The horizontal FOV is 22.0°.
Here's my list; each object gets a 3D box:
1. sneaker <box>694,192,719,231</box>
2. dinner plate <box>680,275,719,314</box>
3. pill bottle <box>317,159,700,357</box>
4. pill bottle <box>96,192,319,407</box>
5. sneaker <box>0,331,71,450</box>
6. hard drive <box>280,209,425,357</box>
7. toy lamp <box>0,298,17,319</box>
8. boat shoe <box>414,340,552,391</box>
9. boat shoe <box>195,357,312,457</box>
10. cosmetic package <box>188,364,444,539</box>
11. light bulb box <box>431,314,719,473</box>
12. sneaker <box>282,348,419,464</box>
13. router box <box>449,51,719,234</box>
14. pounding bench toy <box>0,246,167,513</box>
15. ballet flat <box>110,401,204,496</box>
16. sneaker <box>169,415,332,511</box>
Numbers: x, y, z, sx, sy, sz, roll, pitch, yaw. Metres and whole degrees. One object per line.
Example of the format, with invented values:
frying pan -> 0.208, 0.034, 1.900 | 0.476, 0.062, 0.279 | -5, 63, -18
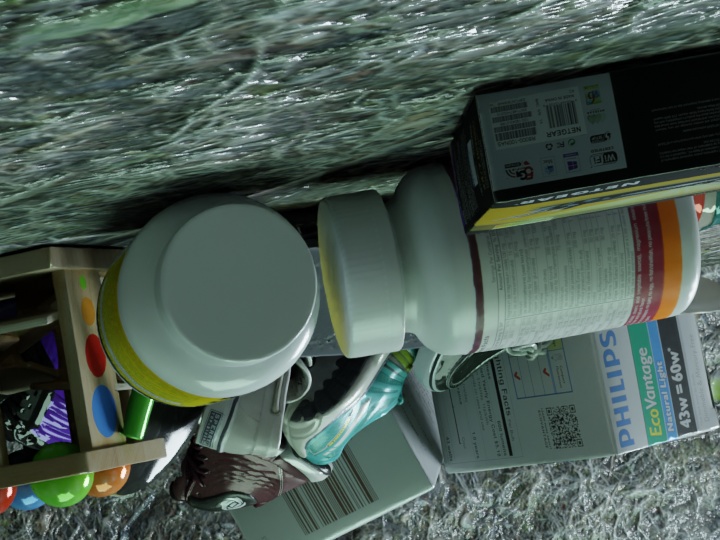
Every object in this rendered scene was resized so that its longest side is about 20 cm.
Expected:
sneaker -> 0.180, -0.045, 1.203 | 0.093, 0.071, 0.200 | -2, 173, -10
dinner plate -> 0.144, 0.010, 1.181 | 0.199, 0.024, 0.200 | -1, -175, 0
pill bottle -> 0.081, -0.012, 1.044 | 0.199, 0.110, 0.110 | -9, 176, -9
pill bottle -> -0.084, 0.017, 1.028 | 0.111, 0.112, 0.200 | -9, 176, -14
sneaker -> -0.223, 0.082, 1.322 | 0.099, 0.070, 0.201 | -12, 142, -9
hard drive -> -0.008, 0.008, 1.229 | 0.199, 0.042, 0.135 | -1, 146, -37
toy lamp -> -0.189, 0.032, 1.380 | 0.199, 0.059, 0.058 | -11, 176, -12
boat shoe -> 0.115, 0.031, 1.356 | 0.200, 0.068, 0.073 | -50, 156, 25
boat shoe -> -0.065, 0.067, 1.327 | 0.065, 0.072, 0.200 | 19, -155, -1
cosmetic package -> -0.034, 0.115, 1.552 | 0.167, 0.167, 0.200 | -29, -172, 14
light bulb box -> 0.156, 0.049, 1.466 | 0.124, 0.199, 0.200 | -9, 178, -39
sneaker -> 0.011, 0.063, 1.407 | 0.077, 0.080, 0.200 | 27, -117, 37
router box -> 0.147, -0.064, 0.885 | 0.199, 0.053, 0.157 | -10, 176, -2
pounding bench toy -> -0.177, 0.067, 1.171 | 0.199, 0.157, 0.124 | -12, 176, 18
ballet flat -> -0.140, 0.075, 1.302 | 0.057, 0.201, 0.067 | 0, 139, 31
sneaker -> -0.124, 0.129, 1.403 | 0.115, 0.076, 0.200 | -38, 123, 25
